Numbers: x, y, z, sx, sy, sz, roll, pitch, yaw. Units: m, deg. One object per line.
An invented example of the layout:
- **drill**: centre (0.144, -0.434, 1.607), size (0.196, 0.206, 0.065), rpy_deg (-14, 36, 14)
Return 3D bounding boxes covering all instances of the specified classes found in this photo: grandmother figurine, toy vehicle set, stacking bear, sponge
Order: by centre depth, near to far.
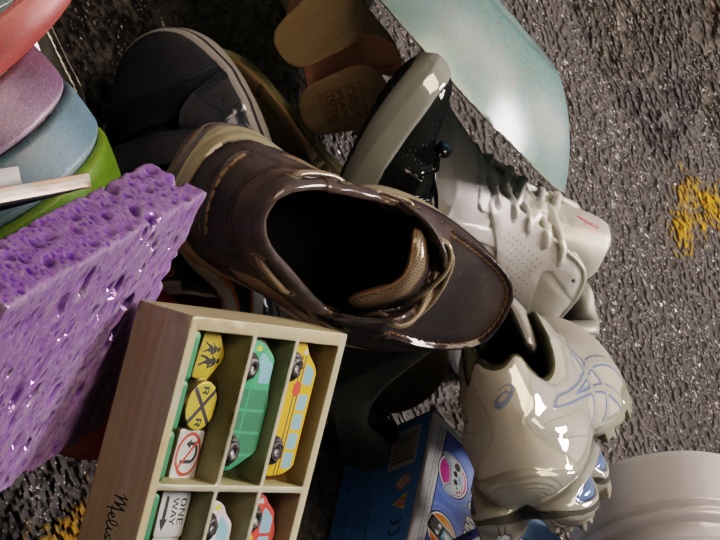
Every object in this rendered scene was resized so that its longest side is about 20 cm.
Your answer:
- **sponge**: centre (-0.121, 0.031, 1.050), size (0.030, 0.112, 0.200), rpy_deg (29, 19, 8)
- **toy vehicle set**: centre (-0.070, 0.115, 1.155), size (0.124, 0.026, 0.201), rpy_deg (7, 98, -61)
- **stacking bear**: centre (-0.137, -0.012, 1.187), size (0.114, 0.121, 0.201), rpy_deg (-48, 119, -39)
- **grandmother figurine**: centre (-0.012, -0.124, 1.433), size (0.200, 0.060, 0.122), rpy_deg (-93, 172, -69)

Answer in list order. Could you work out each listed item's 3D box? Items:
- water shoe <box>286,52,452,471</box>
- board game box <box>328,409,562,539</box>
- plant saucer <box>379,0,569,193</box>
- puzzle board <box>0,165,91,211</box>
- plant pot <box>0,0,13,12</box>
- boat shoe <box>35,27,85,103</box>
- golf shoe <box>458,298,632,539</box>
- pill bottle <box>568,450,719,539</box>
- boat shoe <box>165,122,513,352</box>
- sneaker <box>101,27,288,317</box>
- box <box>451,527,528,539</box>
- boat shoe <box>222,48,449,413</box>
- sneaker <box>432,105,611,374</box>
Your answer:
- **water shoe**: centre (0.017, -0.003, 1.327), size (0.079, 0.201, 0.072), rpy_deg (23, 21, 1)
- **board game box**: centre (0.058, 0.205, 1.369), size (0.196, 0.056, 0.201), rpy_deg (46, 37, -28)
- **plant saucer**: centre (0.047, -0.125, 1.408), size (0.201, 0.039, 0.201), rpy_deg (47, 7, -8)
- **puzzle board**: centre (-0.213, -0.011, 1.029), size (0.200, 0.150, 0.017), rpy_deg (-15, 91, -57)
- **plant pot**: centre (-0.234, -0.124, 1.065), size (0.200, 0.134, 0.201), rpy_deg (28, 36, -22)
- **boat shoe**: centre (-0.179, -0.136, 1.249), size (0.200, 0.056, 0.069), rpy_deg (52, 34, -20)
- **golf shoe**: centre (0.083, 0.046, 1.362), size (0.200, 0.078, 0.098), rpy_deg (-82, 158, -70)
- **pill bottle**: centre (0.154, 0.194, 1.353), size (0.113, 0.113, 0.201), rpy_deg (27, 48, -45)
- **boat shoe**: centre (0.000, 0.000, 1.219), size (0.200, 0.073, 0.075), rpy_deg (19, 97, -44)
- **sneaker**: centre (-0.080, -0.019, 1.295), size (0.079, 0.078, 0.201), rpy_deg (9, 63, -59)
- **box**: centre (0.048, 0.171, 1.234), size (0.121, 0.033, 0.200), rpy_deg (29, 25, 27)
- **boat shoe**: centre (-0.025, -0.022, 1.391), size (0.201, 0.073, 0.063), rpy_deg (51, 9, -10)
- **sneaker**: centre (0.073, -0.025, 1.448), size (0.200, 0.099, 0.078), rpy_deg (63, 21, -52)
